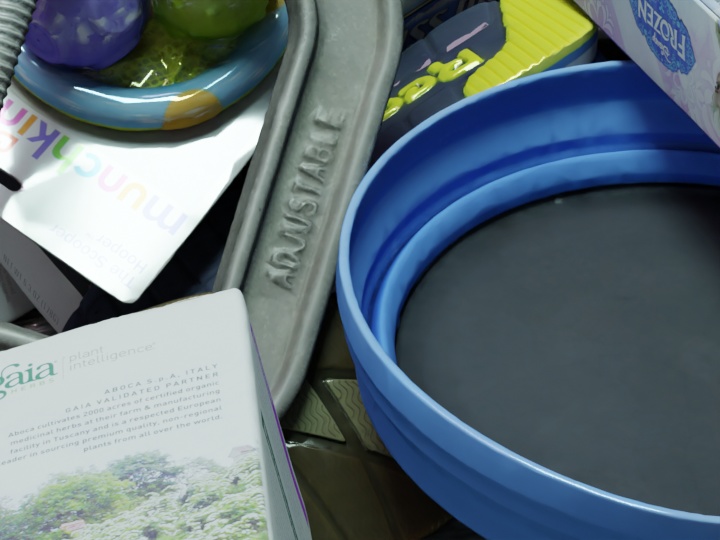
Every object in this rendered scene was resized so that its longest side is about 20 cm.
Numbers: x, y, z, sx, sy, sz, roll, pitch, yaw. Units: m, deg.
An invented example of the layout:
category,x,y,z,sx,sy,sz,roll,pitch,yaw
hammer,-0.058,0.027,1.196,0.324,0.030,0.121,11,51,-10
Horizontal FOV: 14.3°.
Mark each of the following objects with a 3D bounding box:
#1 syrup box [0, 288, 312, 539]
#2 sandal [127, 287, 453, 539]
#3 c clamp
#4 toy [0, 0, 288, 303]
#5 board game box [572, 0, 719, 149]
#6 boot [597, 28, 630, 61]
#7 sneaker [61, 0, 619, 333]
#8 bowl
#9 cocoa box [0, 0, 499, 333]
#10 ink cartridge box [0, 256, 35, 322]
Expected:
category,x,y,z,sx,sy,sz,roll,pitch,yaw
syrup box,-0.049,0.097,0.661,0.079,0.082,0.200,-14,33,2
sandal,-0.067,0.058,0.796,0.200,0.082,0.055,-15,-12,3
c clamp,-0.082,-0.030,0.768,0.171,0.027,0.200,22,77,0
toy,-0.054,-0.102,0.828,0.115,0.047,0.200,32,65,11
board game box,0.168,-0.094,0.821,0.199,0.041,0.200,-12,31,-14
boot,0.170,-0.081,0.930,0.200,0.073,0.144,5,29,36
sneaker,0.000,0.000,0.858,0.200,0.082,0.074,-32,30,0
bowl,0.094,0.014,0.755,0.200,0.039,0.201,2,37,-2
cocoa box,-0.044,-0.095,0.939,0.200,0.131,0.133,-30,71,-28
ink cartridge box,-0.120,-0.022,1.004,0.200,0.037,0.095,-30,29,-31
